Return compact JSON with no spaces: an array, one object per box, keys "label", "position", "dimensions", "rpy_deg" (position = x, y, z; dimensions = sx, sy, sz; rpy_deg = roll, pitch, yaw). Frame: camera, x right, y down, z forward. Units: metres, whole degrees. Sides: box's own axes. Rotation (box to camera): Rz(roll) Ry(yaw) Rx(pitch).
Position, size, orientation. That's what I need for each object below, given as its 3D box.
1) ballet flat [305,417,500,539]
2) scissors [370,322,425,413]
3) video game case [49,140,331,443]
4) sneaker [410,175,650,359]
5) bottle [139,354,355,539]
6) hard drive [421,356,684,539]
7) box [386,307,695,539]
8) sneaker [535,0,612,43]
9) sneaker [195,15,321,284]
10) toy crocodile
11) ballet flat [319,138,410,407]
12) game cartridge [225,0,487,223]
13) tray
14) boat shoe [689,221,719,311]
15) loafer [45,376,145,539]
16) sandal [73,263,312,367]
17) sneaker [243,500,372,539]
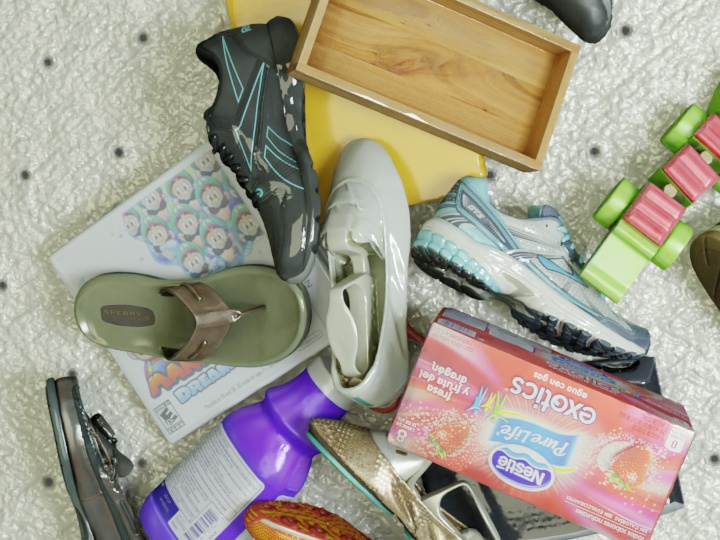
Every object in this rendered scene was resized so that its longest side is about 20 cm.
[{"label":"ballet flat","position":[0.046,0.169,1.124],"dimensions":[0.065,0.071,0.200],"rpy_deg":[-43,96,4]},{"label":"scissors","position":[0.010,0.011,1.177],"dimensions":[0.073,0.014,0.202],"rpy_deg":[-16,93,11]},{"label":"video game case","position":[-0.123,0.013,1.176],"dimensions":[0.199,0.024,0.183],"rpy_deg":[-33,92,21]},{"label":"sneaker","position":[0.141,-0.002,1.116],"dimensions":[0.199,0.078,0.087],"rpy_deg":[30,78,-12]},{"label":"bottle","position":[-0.084,0.151,1.176],"dimensions":[0.200,0.065,0.084],"rpy_deg":[-46,60,10]},{"label":"hard drive","position":[0.141,0.146,1.155],"dimensions":[0.198,0.042,0.136],"rpy_deg":[-12,94,10]},{"label":"box","position":[0.129,0.110,1.081],"dimensions":[0.198,0.103,0.095],"rpy_deg":[23,99,5]},{"label":"sneaker","position":[0.104,-0.237,1.096],"dimensions":[0.091,0.076,0.200],"rpy_deg":[-38,80,-10]},{"label":"sneaker","position":[-0.074,-0.086,1.105],"dimensions":[0.078,0.075,0.202],"rpy_deg":[-6,77,-10]},{"label":"toy crocodile","position":[0.233,-0.063,1.094],"dimensions":[0.067,0.062,0.200],"rpy_deg":[41,80,3]},{"label":"ballet flat","position":[0.000,0.000,1.100],"dimensions":[0.069,0.069,0.202],"rpy_deg":[-4,86,10]},{"label":"game cartridge","position":[-0.003,-0.144,1.152],"dimensions":[0.175,0.032,0.202],"rpy_deg":[-10,95,12]},{"label":"tray","position":[0.055,-0.154,1.096],"dimensions":[0.198,0.037,0.099],"rpy_deg":[21,85,-15]},{"label":"boat shoe","position":[0.320,0.043,1.101],"dimensions":[0.065,0.073,0.201],"rpy_deg":[-38,103,-22]},{"label":"loafer","position":[-0.205,0.177,1.211],"dimensions":[0.062,0.072,0.202],"rpy_deg":[-14,101,-9]},{"label":"sandal","position":[-0.132,0.041,1.142],"dimensions":[0.199,0.057,0.081],"rpy_deg":[-2,102,17]},{"label":"sneaker","position":[-0.008,0.239,1.147],"dimensions":[0.199,0.073,0.077],"rpy_deg":[31,96,-18]}]
